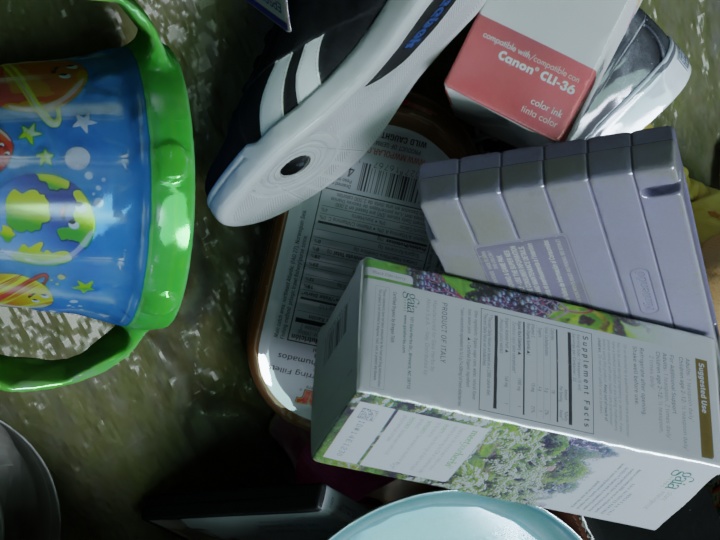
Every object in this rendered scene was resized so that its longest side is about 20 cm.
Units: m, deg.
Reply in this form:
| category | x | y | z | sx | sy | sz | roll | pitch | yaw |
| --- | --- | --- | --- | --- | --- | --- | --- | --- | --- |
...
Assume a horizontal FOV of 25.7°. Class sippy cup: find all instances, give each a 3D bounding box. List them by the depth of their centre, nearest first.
| category | x | y | z | sx | sy | sz | roll | pitch | yaw |
| --- | --- | --- | --- | --- | --- | --- | --- | --- | --- |
| sippy cup | -0.154 | -0.039 | 0.727 | 0.130 | 0.140 | 0.179 | -1 | 79 | -19 |

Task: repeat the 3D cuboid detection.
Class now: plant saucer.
| category | x | y | z | sx | sy | sz | roll | pitch | yaw |
| --- | --- | --- | --- | --- | --- | --- | --- | --- | --- |
| plant saucer | 0.041 | 0.206 | 0.862 | 0.199 | 0.027 | 0.201 | -4 | 108 | -11 |

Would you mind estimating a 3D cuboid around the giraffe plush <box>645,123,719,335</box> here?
| category | x | y | z | sx | sy | sz | roll | pitch | yaw |
| --- | --- | --- | --- | --- | --- | --- | --- | --- | --- |
| giraffe plush | 0.206 | 0.012 | 0.946 | 0.199 | 0.162 | 0.173 | 3 | 115 | -32 |

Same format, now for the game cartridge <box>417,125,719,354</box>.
| category | x | y | z | sx | sy | sz | roll | pitch | yaw |
| --- | --- | --- | --- | --- | --- | --- | --- | --- | --- |
| game cartridge | 0.112 | 0.003 | 0.817 | 0.129 | 0.039 | 0.200 | -4 | 146 | 18 |

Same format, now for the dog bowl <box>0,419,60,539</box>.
| category | x | y | z | sx | sy | sz | roll | pitch | yaw |
| --- | --- | --- | --- | --- | --- | --- | --- | --- | --- |
| dog bowl | -0.256 | 0.137 | 0.804 | 0.199 | 0.059 | 0.201 | -16 | 124 | -24 |

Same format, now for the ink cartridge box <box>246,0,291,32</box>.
| category | x | y | z | sx | sy | sz | roll | pitch | yaw |
| --- | --- | --- | --- | --- | --- | --- | --- | --- | --- |
| ink cartridge box | -0.054 | -0.215 | 0.697 | 0.039 | 0.099 | 0.201 | -23 | 127 | -20 |

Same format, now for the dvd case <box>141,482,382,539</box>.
| category | x | y | z | sx | sy | sz | roll | pitch | yaw |
| --- | --- | --- | --- | --- | --- | --- | --- | --- | --- |
| dvd case | -0.013 | 0.172 | 0.934 | 0.200 | 0.142 | 0.018 | 36 | 56 | -40 |

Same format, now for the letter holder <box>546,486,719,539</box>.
| category | x | y | z | sx | sy | sz | roll | pitch | yaw |
| --- | --- | --- | --- | --- | --- | --- | --- | --- | --- |
| letter holder | 0.137 | 0.176 | 0.952 | 0.100 | 0.142 | 0.201 | -37 | 107 | -36 |

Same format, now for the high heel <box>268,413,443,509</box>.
| category | x | y | z | sx | sy | sz | roll | pitch | yaw |
| --- | --- | --- | --- | --- | --- | --- | --- | --- | --- |
| high heel | 0.039 | 0.134 | 0.958 | 0.200 | 0.096 | 0.067 | 29 | 99 | -39 |

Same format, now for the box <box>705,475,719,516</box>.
| category | x | y | z | sx | sy | sz | roll | pitch | yaw |
| --- | --- | --- | --- | --- | --- | --- | --- | --- | --- |
| box | 0.233 | 0.136 | 1.014 | 0.035 | 0.110 | 0.200 | 20 | 135 | -22 |

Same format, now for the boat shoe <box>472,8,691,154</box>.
| category | x | y | z | sx | sy | sz | roll | pitch | yaw |
| --- | --- | --- | --- | --- | --- | --- | --- | --- | --- |
| boat shoe | 0.094 | -0.070 | 0.893 | 0.200 | 0.072 | 0.068 | -44 | 110 | 10 |

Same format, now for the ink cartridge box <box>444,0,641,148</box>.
| category | x | y | z | sx | sy | sz | roll | pitch | yaw |
| --- | --- | --- | --- | --- | --- | --- | --- | --- | --- |
| ink cartridge box | 0.118 | -0.160 | 0.802 | 0.201 | 0.067 | 0.116 | -64 | 173 | 1 |

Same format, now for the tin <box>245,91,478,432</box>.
| category | x | y | z | sx | sy | sz | roll | pitch | yaw |
| --- | --- | --- | --- | --- | --- | --- | --- | --- | --- |
| tin | 0.000 | 0.000 | 0.864 | 0.112 | 0.042 | 0.201 | 14 | 112 | 1 |

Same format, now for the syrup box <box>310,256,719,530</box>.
| category | x | y | z | sx | sy | sz | roll | pitch | yaw |
| --- | --- | --- | --- | --- | --- | --- | --- | --- | --- |
| syrup box | 0.081 | 0.066 | 0.812 | 0.199 | 0.082 | 0.079 | 12 | 145 | -13 |

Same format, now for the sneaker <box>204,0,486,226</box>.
| category | x | y | z | sx | sy | sz | roll | pitch | yaw |
| --- | --- | --- | --- | --- | --- | --- | --- | --- | --- |
| sneaker | -0.025 | -0.122 | 0.781 | 0.200 | 0.112 | 0.073 | -45 | 157 | 28 |
